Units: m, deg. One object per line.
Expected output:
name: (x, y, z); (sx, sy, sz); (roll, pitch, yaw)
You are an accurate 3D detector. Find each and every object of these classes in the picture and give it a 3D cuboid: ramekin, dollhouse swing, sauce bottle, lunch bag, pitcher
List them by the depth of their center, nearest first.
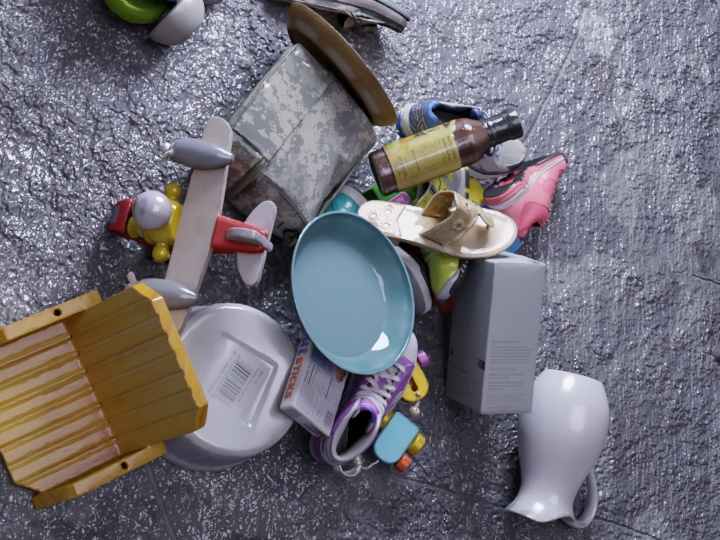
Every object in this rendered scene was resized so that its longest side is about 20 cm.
dollhouse swing: (-0.296, 0.132, 1.350); (0.181, 0.176, 0.201); (-24, 92, -32)
ramekin: (-0.164, 0.133, 1.470); (0.200, 0.098, 0.201); (7, 75, -28)
lunch bag: (-0.087, -0.150, 1.551); (0.168, 0.139, 0.200); (40, 61, -9)
sauce bottle: (0.111, -0.156, 1.604); (0.199, 0.065, 0.065); (-20, 89, -5)
pitcher: (0.282, 0.247, 1.701); (0.171, 0.121, 0.201); (22, 78, -45)

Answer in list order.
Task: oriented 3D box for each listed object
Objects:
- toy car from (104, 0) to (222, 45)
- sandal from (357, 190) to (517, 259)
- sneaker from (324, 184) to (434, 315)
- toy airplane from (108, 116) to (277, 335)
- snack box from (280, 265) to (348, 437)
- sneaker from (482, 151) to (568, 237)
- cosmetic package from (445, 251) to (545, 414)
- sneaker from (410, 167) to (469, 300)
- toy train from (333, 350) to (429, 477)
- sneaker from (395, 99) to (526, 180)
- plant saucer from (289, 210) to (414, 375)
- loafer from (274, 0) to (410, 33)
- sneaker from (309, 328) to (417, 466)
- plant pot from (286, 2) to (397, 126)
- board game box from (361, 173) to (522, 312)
toy car: (-0.230, -0.390, 1.519); (0.175, 0.150, 0.200); (45, 61, -14)
sandal: (0.102, -0.067, 1.560); (0.211, 0.070, 0.078); (4, 59, -8)
sneaker: (0.000, 0.000, 1.601); (0.121, 0.084, 0.200); (-42, 97, -32)
toy airplane: (-0.196, -0.049, 1.414); (0.141, 0.199, 0.200); (27, 30, -55)
snack box: (-0.040, 0.095, 1.496); (0.072, 0.024, 0.201); (44, 49, -35)
sneaker: (0.239, -0.103, 1.762); (0.200, 0.074, 0.087); (-36, 107, -49)
cosmetic package: (0.175, 0.078, 1.631); (0.081, 0.113, 0.201); (0, 97, -22)
sneaker: (0.097, -0.055, 1.636); (0.076, 0.075, 0.201); (9, 64, -20)
toy train: (0.012, 0.160, 1.595); (0.150, 0.056, 0.201); (1, 83, -14)
sneaker: (0.149, -0.179, 1.679); (0.199, 0.085, 0.077); (14, 72, -27)
plant saucer: (-0.017, 0.029, 1.494); (0.200, 0.036, 0.201); (17, 64, -40)
loafer: (-0.031, -0.356, 1.684); (0.199, 0.072, 0.063); (21, 89, -17)
sneaker: (0.020, 0.152, 1.511); (0.073, 0.114, 0.201); (33, 75, -7)
plant pot: (-0.030, -0.254, 1.588); (0.027, 0.200, 0.200); (-42, 101, -6)
board game box: (0.111, -0.068, 1.706); (0.153, 0.040, 0.200); (-43, 101, -30)
